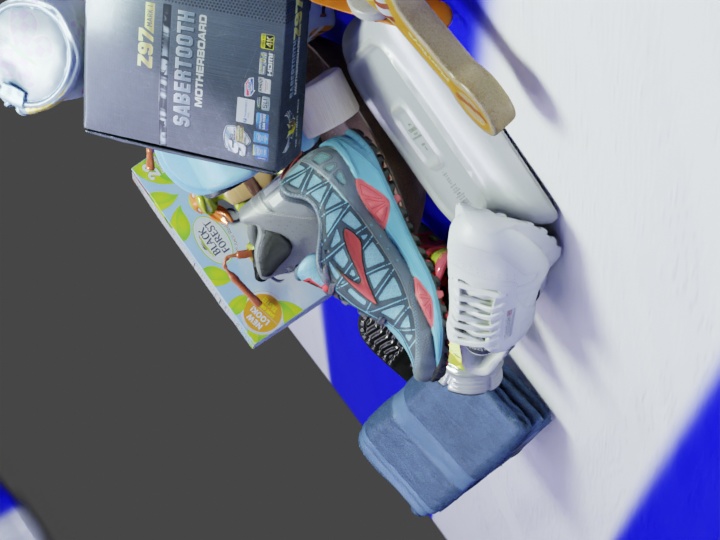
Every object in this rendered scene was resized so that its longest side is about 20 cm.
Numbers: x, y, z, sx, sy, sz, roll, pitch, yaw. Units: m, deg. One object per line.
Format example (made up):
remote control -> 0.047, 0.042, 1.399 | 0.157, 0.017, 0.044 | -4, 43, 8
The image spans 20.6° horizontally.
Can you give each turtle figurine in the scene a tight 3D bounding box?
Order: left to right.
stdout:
turtle figurine -> -0.089, -0.081, 1.772 | 0.200, 0.161, 0.064 | 62, -167, -6

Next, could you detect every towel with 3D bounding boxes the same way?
towel -> 0.079, 0.140, 1.775 | 0.112, 0.049, 0.200 | 48, 140, 4

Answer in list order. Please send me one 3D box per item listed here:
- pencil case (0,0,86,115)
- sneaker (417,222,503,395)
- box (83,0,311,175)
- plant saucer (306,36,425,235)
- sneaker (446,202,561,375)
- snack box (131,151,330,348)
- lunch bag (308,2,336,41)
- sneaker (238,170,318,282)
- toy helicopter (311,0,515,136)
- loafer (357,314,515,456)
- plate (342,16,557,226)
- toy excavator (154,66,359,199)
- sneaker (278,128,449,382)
pencil case -> -0.204, -0.173, 1.527 | 0.083, 0.200, 0.091 | 13, 107, 22
sneaker -> 0.065, 0.004, 1.623 | 0.200, 0.078, 0.090 | 53, 148, 36
box -> -0.116, -0.180, 1.407 | 0.157, 0.051, 0.200 | 14, 117, 17
plant saucer -> 0.000, -0.109, 1.586 | 0.201, 0.037, 0.200 | 57, 168, 18
sneaker -> 0.092, 0.015, 1.392 | 0.076, 0.081, 0.200 | 22, 166, 17
snack box -> -0.089, -0.056, 1.839 | 0.200, 0.169, 0.068 | 55, 173, 3
lunch bag -> -0.099, -0.249, 1.523 | 0.160, 0.075, 0.200 | 62, 168, -24
sneaker -> -0.034, -0.018, 1.742 | 0.200, 0.115, 0.075 | 42, -160, -38
toy helicopter -> 0.023, -0.161, 1.220 | 0.200, 0.079, 0.132 | 50, 171, 5
loafer -> 0.086, 0.089, 1.828 | 0.073, 0.071, 0.200 | -32, 104, 36
plate -> 0.051, -0.102, 1.407 | 0.200, 0.032, 0.200 | 55, 170, -2
toy excavator -> -0.081, -0.113, 1.547 | 0.100, 0.194, 0.200 | 63, -164, -13
sneaker -> 0.000, 0.000, 1.486 | 0.079, 0.095, 0.200 | 89, 157, -77
